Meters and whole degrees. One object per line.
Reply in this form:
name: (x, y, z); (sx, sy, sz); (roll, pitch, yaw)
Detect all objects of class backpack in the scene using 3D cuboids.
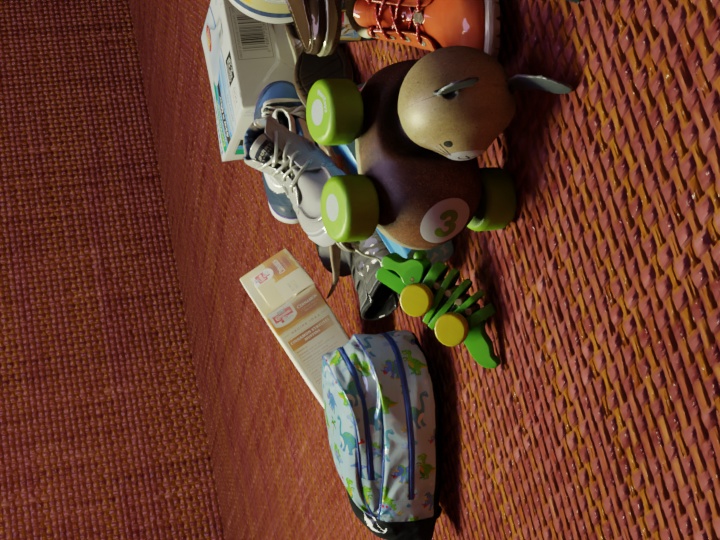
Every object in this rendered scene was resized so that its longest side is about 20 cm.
backpack: (0.025, 0.161, 1.370); (0.163, 0.153, 0.201); (-111, 32, -62)

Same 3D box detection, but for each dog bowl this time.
dog bowl: (0.029, -0.076, 1.238); (0.200, 0.049, 0.112); (60, 175, -31)

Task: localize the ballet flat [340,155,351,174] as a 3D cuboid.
ballet flat: (-0.053, -0.135, 1.625); (0.200, 0.067, 0.068); (-127, 33, -62)

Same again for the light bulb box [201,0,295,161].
light bulb box: (-0.132, -0.276, 1.747); (0.200, 0.124, 0.199); (130, 131, -69)

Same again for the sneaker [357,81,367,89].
sneaker: (0.056, -0.138, 1.238); (0.200, 0.079, 0.096); (-132, 22, -71)

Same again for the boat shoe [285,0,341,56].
boat shoe: (-0.072, -0.287, 1.177); (0.075, 0.074, 0.203); (127, 132, -67)

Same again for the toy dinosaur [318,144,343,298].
toy dinosaur: (-0.029, -0.058, 1.424); (0.106, 0.060, 0.201); (-27, -63, -72)

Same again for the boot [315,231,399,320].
boot: (0.000, 0.000, 1.482); (0.200, 0.069, 0.132); (113, 148, -65)

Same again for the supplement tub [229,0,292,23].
supplement tub: (-0.089, -0.396, 1.493); (0.200, 0.144, 0.145); (117, 143, -65)

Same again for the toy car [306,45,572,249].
toy car: (0.075, -0.111, 1.018); (0.200, 0.164, 0.159); (-25, 72, 61)

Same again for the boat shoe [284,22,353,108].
boat shoe: (-0.045, -0.237, 1.577); (0.076, 0.071, 0.201); (78, -179, -47)

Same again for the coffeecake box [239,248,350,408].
coffeecake box: (-0.052, 0.089, 1.554); (0.200, 0.073, 0.154); (58, 175, -22)

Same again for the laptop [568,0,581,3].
laptop: (0.128, -0.329, 0.971); (0.201, 0.116, 0.187); (-64, 24, 10)

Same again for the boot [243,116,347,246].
boot: (-0.065, -0.090, 1.228); (0.074, 0.095, 0.200); (-56, 22, 7)

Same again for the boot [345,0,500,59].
boot: (0.053, -0.217, 1.119); (0.200, 0.107, 0.075); (-137, 43, -65)

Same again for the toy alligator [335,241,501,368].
toy alligator: (0.060, 0.009, 1.182); (0.200, 0.059, 0.054); (40, 109, 11)

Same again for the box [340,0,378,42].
box: (-0.006, -0.343, 1.262); (0.132, 0.114, 0.201); (111, 147, -58)

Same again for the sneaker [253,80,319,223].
sneaker: (-0.084, -0.169, 1.507); (0.147, 0.080, 0.201); (96, 169, -63)
